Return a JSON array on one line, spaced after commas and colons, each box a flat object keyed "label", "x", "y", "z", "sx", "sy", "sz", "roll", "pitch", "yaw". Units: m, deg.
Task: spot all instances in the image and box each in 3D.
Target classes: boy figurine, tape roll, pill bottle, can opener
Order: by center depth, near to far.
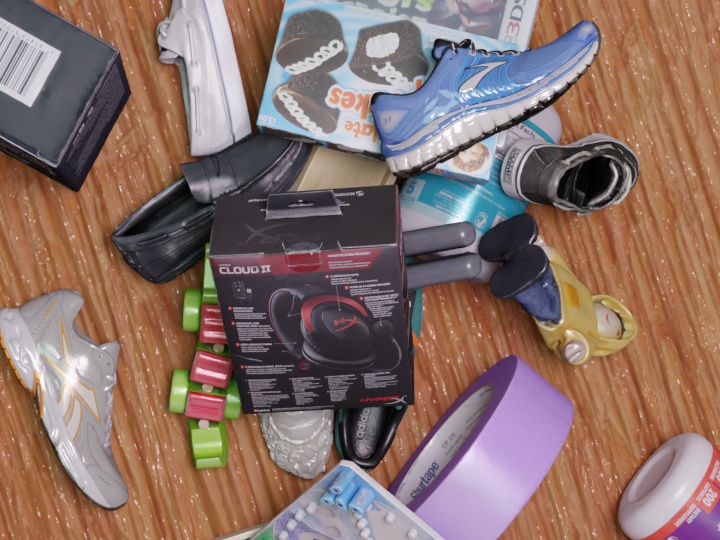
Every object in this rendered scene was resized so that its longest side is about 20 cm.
[{"label": "can opener", "x": 0.000, "y": 0.000, "z": 1.218, "sx": 0.197, "sy": 0.067, "sz": 0.054, "roll": -10, "pitch": 93, "yaw": 18}, {"label": "tape roll", "x": 0.093, "y": 0.170, "z": 1.234, "sx": 0.065, "sy": 0.200, "sz": 0.201, "roll": 40, "pitch": 84, "yaw": -3}, {"label": "boy figurine", "x": 0.179, "y": 0.032, "z": 1.268, "sx": 0.064, "sy": 0.199, "sz": 0.125, "roll": -31, "pitch": 49, "yaw": 22}, {"label": "pill bottle", "x": 0.109, "y": -0.099, "z": 1.294, "sx": 0.110, "sy": 0.111, "sz": 0.202, "roll": 27, "pitch": 84, "yaw": -5}, {"label": "pill bottle", "x": 0.335, "y": 0.246, "z": 1.304, "sx": 0.199, "sy": 0.112, "sz": 0.113, "roll": 40, "pitch": 84, "yaw": -3}]

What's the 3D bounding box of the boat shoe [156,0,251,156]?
[{"label": "boat shoe", "x": -0.149, "y": -0.201, "z": 1.287, "sx": 0.065, "sy": 0.074, "sz": 0.203, "roll": -14, "pitch": 88, "yaw": -11}]

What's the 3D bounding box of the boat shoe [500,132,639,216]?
[{"label": "boat shoe", "x": 0.201, "y": -0.078, "z": 1.274, "sx": 0.063, "sy": 0.199, "sz": 0.072, "roll": 22, "pitch": 108, "yaw": 36}]

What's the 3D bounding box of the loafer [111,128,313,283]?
[{"label": "loafer", "x": -0.128, "y": -0.069, "z": 1.262, "sx": 0.200, "sy": 0.068, "sz": 0.070, "roll": -38, "pitch": 134, "yaw": 7}]

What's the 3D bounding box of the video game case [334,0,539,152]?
[{"label": "video game case", "x": 0.047, "y": -0.212, "z": 1.241, "sx": 0.197, "sy": 0.023, "sz": 0.184, "roll": 14, "pitch": 84, "yaw": 3}]

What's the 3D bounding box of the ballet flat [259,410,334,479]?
[{"label": "ballet flat", "x": -0.060, "y": 0.085, "z": 1.288, "sx": 0.071, "sy": 0.072, "sz": 0.203, "roll": -2, "pitch": 88, "yaw": -7}]

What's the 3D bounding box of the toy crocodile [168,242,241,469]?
[{"label": "toy crocodile", "x": -0.127, "y": 0.074, "z": 1.269, "sx": 0.067, "sy": 0.062, "sz": 0.203, "roll": 9, "pitch": 105, "yaw": -7}]

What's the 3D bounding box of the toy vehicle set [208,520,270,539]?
[{"label": "toy vehicle set", "x": -0.064, "y": 0.285, "z": 1.297, "sx": 0.197, "sy": 0.027, "sz": 0.126, "roll": -16, "pitch": 90, "yaw": -7}]

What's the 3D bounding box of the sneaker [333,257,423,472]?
[{"label": "sneaker", "x": 0.020, "y": 0.080, "z": 1.279, "sx": 0.070, "sy": 0.080, "sz": 0.203, "roll": 8, "pitch": 95, "yaw": -7}]

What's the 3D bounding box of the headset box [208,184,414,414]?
[{"label": "headset box", "x": -0.035, "y": 0.018, "z": 1.160, "sx": 0.146, "sy": 0.076, "sz": 0.202, "roll": -4, "pitch": 133, "yaw": 5}]

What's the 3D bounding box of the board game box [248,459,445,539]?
[{"label": "board game box", "x": 0.014, "y": 0.263, "z": 1.203, "sx": 0.199, "sy": 0.200, "sz": 0.026, "roll": 40, "pitch": 49, "yaw": -4}]

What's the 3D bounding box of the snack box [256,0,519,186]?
[{"label": "snack box", "x": 0.023, "y": -0.150, "z": 1.205, "sx": 0.197, "sy": 0.037, "sz": 0.118, "roll": 13, "pitch": 85, "yaw": 2}]

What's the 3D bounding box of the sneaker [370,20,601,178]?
[{"label": "sneaker", "x": 0.097, "y": -0.153, "z": 1.147, "sx": 0.198, "sy": 0.079, "sz": 0.090, "roll": -26, "pitch": 88, "yaw": -3}]

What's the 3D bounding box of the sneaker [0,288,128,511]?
[{"label": "sneaker", "x": -0.238, "y": 0.109, "z": 1.264, "sx": 0.091, "sy": 0.076, "sz": 0.202, "roll": -27, "pitch": 92, "yaw": -12}]

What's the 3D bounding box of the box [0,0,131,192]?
[{"label": "box", "x": -0.281, "y": -0.154, "z": 1.204, "sx": 0.147, "sy": 0.200, "sz": 0.108, "roll": 28, "pitch": 85, "yaw": -4}]

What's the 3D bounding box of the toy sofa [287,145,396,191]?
[{"label": "toy sofa", "x": -0.006, "y": -0.115, "z": 1.304, "sx": 0.082, "sy": 0.097, "sz": 0.202, "roll": 29, "pitch": 83, "yaw": -28}]
